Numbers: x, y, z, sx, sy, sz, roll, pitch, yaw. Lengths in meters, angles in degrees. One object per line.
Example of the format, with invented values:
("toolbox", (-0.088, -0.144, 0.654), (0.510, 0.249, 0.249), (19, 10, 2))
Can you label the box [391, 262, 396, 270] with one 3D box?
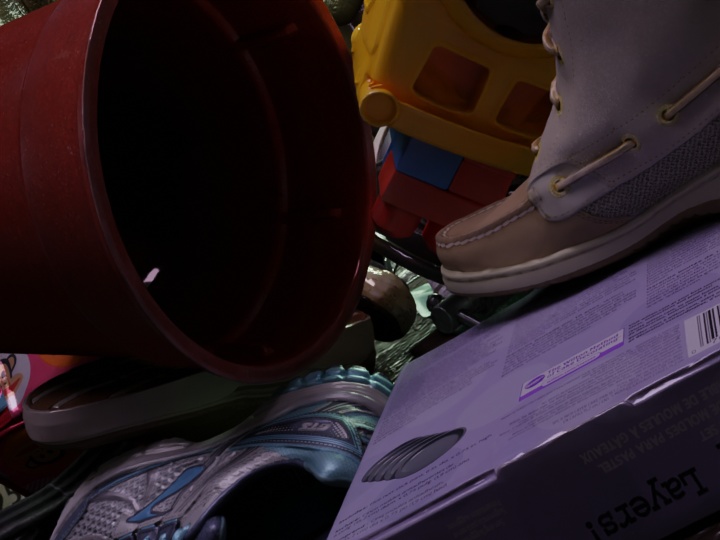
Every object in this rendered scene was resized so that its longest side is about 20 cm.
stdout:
("box", (-0.098, -0.015, 1.129), (0.199, 0.165, 0.166), (-31, 9, 16))

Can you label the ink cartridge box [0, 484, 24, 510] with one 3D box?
("ink cartridge box", (-0.205, 0.083, 0.986), (0.199, 0.174, 0.044), (-35, -23, -8))

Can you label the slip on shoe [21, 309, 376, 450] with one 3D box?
("slip on shoe", (-0.072, 0.067, 0.721), (0.076, 0.061, 0.199), (6, 15, 44))

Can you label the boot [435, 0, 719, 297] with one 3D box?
("boot", (0.081, -0.084, 0.550), (0.199, 0.155, 0.072), (-26, 11, 38))

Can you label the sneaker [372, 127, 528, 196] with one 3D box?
("sneaker", (0.052, -0.056, 0.944), (0.199, 0.076, 0.115), (14, -44, -41))

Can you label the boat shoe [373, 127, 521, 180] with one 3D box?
("boat shoe", (0.078, -0.087, 0.842), (0.063, 0.073, 0.200), (-23, 10, 46))

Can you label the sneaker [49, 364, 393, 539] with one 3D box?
("sneaker", (-0.069, 0.113, 0.628), (0.199, 0.078, 0.086), (-33, 15, 18))

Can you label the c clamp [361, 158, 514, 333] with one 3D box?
("c clamp", (0.085, -0.029, 0.738), (0.170, 0.027, 0.200), (25, 46, 30))

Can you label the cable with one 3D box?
("cable", (-0.129, 0.115, 0.713), (0.200, 0.050, 0.098), (-24, -43, -66))

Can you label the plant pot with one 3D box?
("plant pot", (-0.127, -0.042, 0.685), (0.194, 0.202, 0.201), (-7, 22, 34))

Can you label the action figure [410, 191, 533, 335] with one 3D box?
("action figure", (0.072, -0.002, 0.809), (0.118, 0.055, 0.200), (-34, 11, 5))

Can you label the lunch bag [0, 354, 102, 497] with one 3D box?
("lunch bag", (-0.115, 0.065, 0.857), (0.199, 0.176, 0.082), (-34, 53, 6))

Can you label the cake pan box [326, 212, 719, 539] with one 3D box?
("cake pan box", (0.090, 0.039, 0.521), (0.199, 0.052, 0.184), (-32, 11, 17))

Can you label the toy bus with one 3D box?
("toy bus", (0.088, -0.090, 0.664), (0.136, 0.198, 0.193), (-98, 27, -65))

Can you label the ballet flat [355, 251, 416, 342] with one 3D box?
("ballet flat", (0.000, 0.000, 0.858), (0.057, 0.066, 0.200), (-48, 11, -2))
